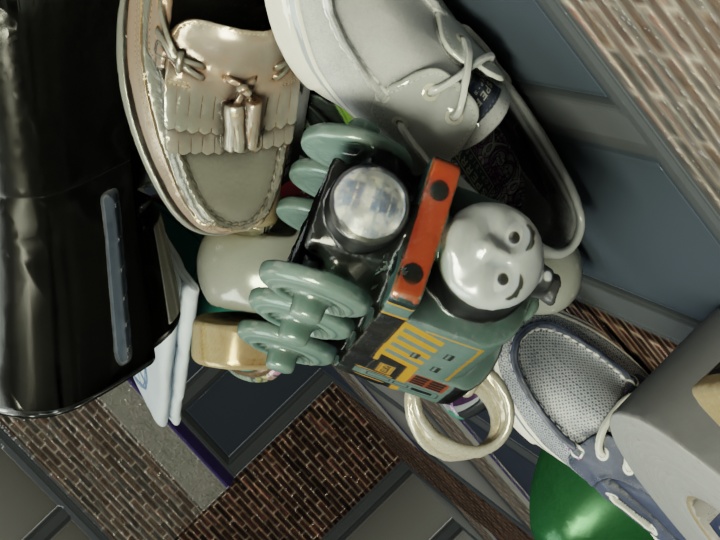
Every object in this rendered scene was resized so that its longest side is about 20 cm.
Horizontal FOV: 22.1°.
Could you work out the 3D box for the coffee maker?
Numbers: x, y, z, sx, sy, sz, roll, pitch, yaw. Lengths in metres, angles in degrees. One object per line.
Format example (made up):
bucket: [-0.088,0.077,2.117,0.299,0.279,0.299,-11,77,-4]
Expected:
coffee maker: [-0.167,-0.046,0.812,0.134,0.191,0.202,30,127,50]

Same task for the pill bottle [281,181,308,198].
pill bottle: [-0.054,-0.070,1.093,0.200,0.113,0.113,50,173,-28]

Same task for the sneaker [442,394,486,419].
sneaker: [0.059,0.039,1.197,0.088,0.074,0.200,52,174,-5]

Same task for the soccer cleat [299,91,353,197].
soccer cleat: [-0.010,-0.080,0.966,0.201,0.067,0.081,54,170,-28]

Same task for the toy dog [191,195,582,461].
toy dog: [0.000,0.000,0.916,0.198,0.133,0.096,21,-170,-7]

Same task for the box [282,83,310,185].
box: [-0.089,-0.141,0.895,0.158,0.048,0.201,44,152,17]

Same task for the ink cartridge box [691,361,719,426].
ink cartridge box: [0.199,0.079,0.507,0.200,0.075,0.165,47,175,2]

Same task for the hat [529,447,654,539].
hat: [0.116,0.166,1.097,0.166,0.176,0.200,46,173,11]

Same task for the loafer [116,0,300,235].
loafer: [-0.058,-0.111,0.738,0.063,0.071,0.202,15,111,62]

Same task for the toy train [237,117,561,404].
toy train: [0.015,0.003,0.769,0.113,0.086,0.200,18,165,-4]

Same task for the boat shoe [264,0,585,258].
boat shoe: [0.033,-0.070,0.755,0.068,0.072,0.201,17,150,44]

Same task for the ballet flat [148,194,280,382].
ballet flat: [-0.069,0.011,1.034,0.071,0.070,0.200,23,-175,-38]

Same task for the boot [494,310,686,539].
boot: [0.151,0.089,0.952,0.200,0.073,0.090,40,168,-10]

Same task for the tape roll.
tape roll: [0.194,0.110,0.762,0.200,0.066,0.200,47,173,7]

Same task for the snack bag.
snack bag: [-0.143,-0.030,1.022,0.201,0.021,0.189,59,161,20]
